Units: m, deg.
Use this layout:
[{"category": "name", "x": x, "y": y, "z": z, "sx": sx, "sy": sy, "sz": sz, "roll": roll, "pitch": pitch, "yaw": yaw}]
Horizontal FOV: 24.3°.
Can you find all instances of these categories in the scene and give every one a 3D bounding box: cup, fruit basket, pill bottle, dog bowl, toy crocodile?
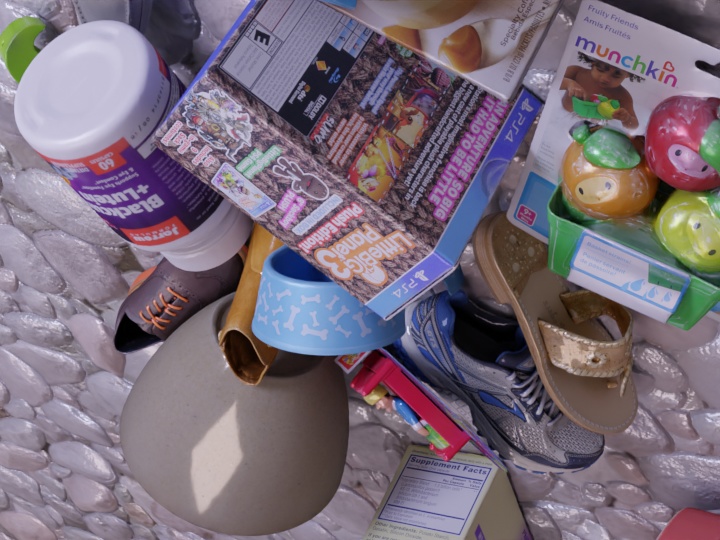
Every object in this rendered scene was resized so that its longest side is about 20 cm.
[{"category": "cup", "x": -0.092, "y": 0.099, "z": 1.406, "sx": 0.200, "sy": 0.200, "sz": 0.143, "roll": 26, "pitch": 131, "yaw": 6}, {"category": "fruit basket", "x": 0.197, "y": -0.059, "z": 1.066, "sx": 0.185, "sy": 0.094, "sz": 0.200, "roll": 25, "pitch": 142, "yaw": 8}, {"category": "pill bottle", "x": -0.157, "y": -0.083, "z": 1.234, "sx": 0.111, "sy": 0.112, "sz": 0.200, "roll": 7, "pitch": 154, "yaw": 30}, {"category": "dog bowl", "x": 0.000, "y": 0.000, "z": 1.204, "sx": 0.111, "sy": 0.200, "sz": 0.050, "roll": 10, "pitch": 114, "yaw": 27}, {"category": "toy crocodile", "x": -0.210, "y": -0.117, "z": 1.324, "sx": 0.200, "sy": 0.062, "sz": 0.068, "roll": 43, "pitch": -176, "yaw": -20}]

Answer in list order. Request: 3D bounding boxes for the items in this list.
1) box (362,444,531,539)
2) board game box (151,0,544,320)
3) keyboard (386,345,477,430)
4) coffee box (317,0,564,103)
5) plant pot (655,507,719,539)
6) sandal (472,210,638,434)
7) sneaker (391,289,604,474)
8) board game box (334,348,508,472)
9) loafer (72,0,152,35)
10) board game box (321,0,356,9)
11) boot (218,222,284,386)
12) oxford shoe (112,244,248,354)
[{"category": "box", "x": 0.070, "y": 0.292, "z": 1.500, "sx": 0.096, "sy": 0.200, "sz": 0.176, "roll": 7, "pitch": 140, "yaw": 30}, {"category": "board game box", "x": -0.006, "y": -0.098, "z": 1.106, "sx": 0.200, "sy": 0.160, "sz": 0.097, "roll": 38, "pitch": 145, "yaw": -10}, {"category": "keyboard", "x": 0.060, "y": 0.073, "z": 1.400, "sx": 0.200, "sy": 0.011, "sz": 0.056, "roll": 43, "pitch": 144, "yaw": -18}, {"category": "coffee box", "x": 0.026, "y": -0.195, "z": 0.987, "sx": 0.200, "sy": 0.080, "sz": 0.115, "roll": 27, "pitch": 101, "yaw": 4}, {"category": "plant pot", "x": 0.314, "y": 0.291, "z": 1.349, "sx": 0.177, "sy": 0.200, "sz": 0.201, "roll": 25, "pitch": 146, "yaw": 25}, {"category": "sandal", "x": 0.165, "y": 0.042, "z": 1.227, "sx": 0.070, "sy": 0.078, "sz": 0.212, "roll": -9, "pitch": 125, "yaw": 50}, {"category": "sneaker", "x": 0.119, "y": 0.087, "z": 1.321, "sx": 0.200, "sy": 0.077, "sz": 0.085, "roll": 36, "pitch": 141, "yaw": -9}, {"category": "board game box", "x": 0.034, "y": 0.107, "z": 1.349, "sx": 0.200, "sy": 0.039, "sz": 0.158, "roll": 41, "pitch": 175, "yaw": 34}, {"category": "loafer", "x": -0.191, "y": -0.224, "z": 1.162, "sx": 0.070, "sy": 0.070, "sz": 0.200, "roll": 16, "pitch": 143, "yaw": 20}, {"category": "board game box", "x": -0.052, "y": -0.260, "z": 0.928, "sx": 0.153, "sy": 0.201, "sz": 0.040, "roll": 16, "pitch": -173, "yaw": 19}, {"category": "boot", "x": -0.060, "y": -0.011, "z": 1.267, "sx": 0.071, "sy": 0.144, "sz": 0.201, "roll": 19, "pitch": 144, "yaw": 15}, {"category": "oxford shoe", "x": -0.155, "y": 0.023, "z": 1.441, "sx": 0.071, "sy": 0.073, "sz": 0.200, "roll": 37, "pitch": 145, "yaw": -10}]
